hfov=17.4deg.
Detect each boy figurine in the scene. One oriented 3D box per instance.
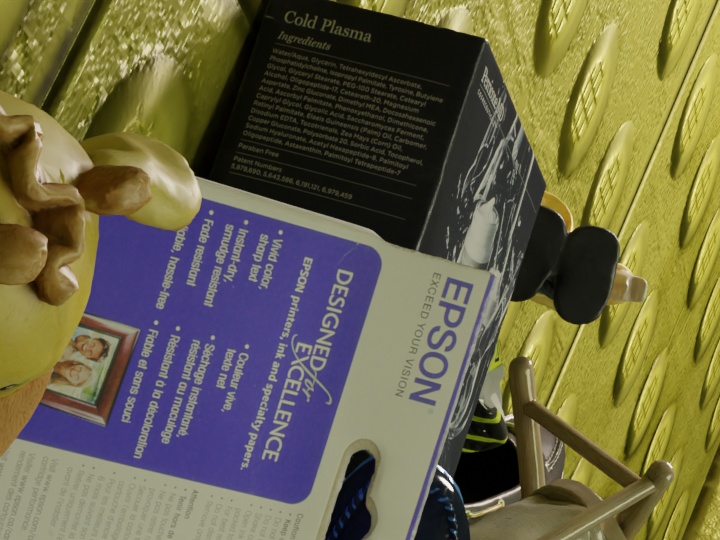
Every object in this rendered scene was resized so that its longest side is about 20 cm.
[{"bbox_3d":[0.112,-0.010,1.407,0.200,0.124,0.065,-82,-167,-83],"label":"boy figurine"}]

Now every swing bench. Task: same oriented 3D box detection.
[{"bbox_3d":[0.048,0.186,1.290,0.198,0.130,0.201,-24,136,-34],"label":"swing bench"}]

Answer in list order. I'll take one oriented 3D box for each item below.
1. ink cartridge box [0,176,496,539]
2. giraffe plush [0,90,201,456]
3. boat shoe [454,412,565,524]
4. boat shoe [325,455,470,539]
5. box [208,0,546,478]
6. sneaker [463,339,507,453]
[{"bbox_3d":[-0.075,0.065,0.807,0.043,0.199,0.199,-146,-107,-72],"label":"ink cartridge box"},{"bbox_3d":[-0.131,-0.012,0.576,0.173,0.161,0.201,-58,160,-33],"label":"giraffe plush"},{"bbox_3d":[0.090,0.138,1.576,0.201,0.071,0.061,-40,150,-54],"label":"boat shoe"},{"bbox_3d":[-0.003,0.169,0.881,0.069,0.084,0.201,-47,150,-79],"label":"boat shoe"},{"bbox_3d":[0.000,0.000,1.074,0.200,0.103,0.183,54,52,-70],"label":"box"},{"bbox_3d":[0.041,0.036,1.348,0.200,0.075,0.077,74,13,-62],"label":"sneaker"}]
